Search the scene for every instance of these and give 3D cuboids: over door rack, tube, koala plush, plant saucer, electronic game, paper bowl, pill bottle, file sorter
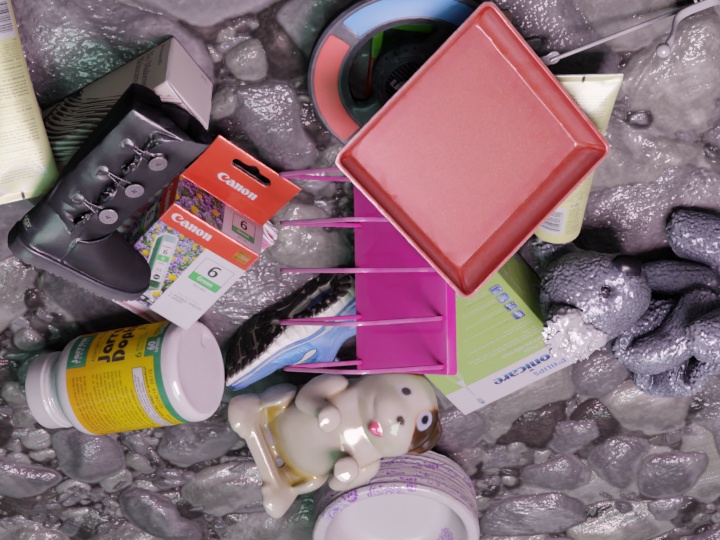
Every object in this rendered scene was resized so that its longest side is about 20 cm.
[{"bbox_3d":[0.229,-0.259,1.340,0.199,0.067,0.148,-13,131,10],"label":"over door rack"},{"bbox_3d":[-0.329,-0.161,1.366,0.058,0.052,0.201,-5,105,22],"label":"tube"},{"bbox_3d":[0.270,0.038,1.547,0.199,0.178,0.184,12,141,-17],"label":"koala plush"},{"bbox_3d":[0.100,-0.109,1.364,0.200,0.037,0.200,-46,117,-3],"label":"plant saucer"},{"bbox_3d":[0.050,-0.180,1.395,0.199,0.042,0.201,-1,132,-1],"label":"electronic game"},{"bbox_3d":[0.204,-0.114,1.463,0.052,0.058,0.201,36,146,27],"label":"tube"},{"bbox_3d":[0.041,0.287,1.806,0.200,0.105,0.201,-1,133,-1],"label":"paper bowl"},{"bbox_3d":[-0.259,0.119,1.631,0.199,0.113,0.113,-10,133,24],"label":"pill bottle"},{"bbox_3d":[0.000,0.000,1.431,0.125,0.201,0.139,-1,180,-39],"label":"file sorter"}]

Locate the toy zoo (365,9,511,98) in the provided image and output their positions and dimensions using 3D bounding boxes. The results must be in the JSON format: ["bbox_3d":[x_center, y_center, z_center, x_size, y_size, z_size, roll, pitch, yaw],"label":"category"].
[{"bbox_3d":[0.070,-0.165,1.451,0.130,0.021,0.201,3,132,-4],"label":"toy zoo"}]

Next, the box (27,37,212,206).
[{"bbox_3d":[-0.241,-0.135,1.430,0.199,0.082,0.068,-27,127,19],"label":"box"}]

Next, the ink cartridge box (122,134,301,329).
[{"bbox_3d":[-0.160,-0.035,1.506,0.109,0.050,0.200,32,126,-23],"label":"ink cartridge box"}]

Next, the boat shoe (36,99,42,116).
[{"bbox_3d":[-0.403,-0.140,1.430,0.199,0.071,0.063,-20,126,8],"label":"boat shoe"}]

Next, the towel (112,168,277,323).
[{"bbox_3d":[-0.200,-0.018,1.572,0.146,0.030,0.200,32,124,-26],"label":"towel"}]

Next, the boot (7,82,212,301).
[{"bbox_3d":[-0.210,-0.068,1.404,0.165,0.066,0.200,20,121,-47],"label":"boot"}]

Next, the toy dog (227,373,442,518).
[{"bbox_3d":[-0.009,0.171,1.634,0.199,0.194,0.140,-18,87,25],"label":"toy dog"}]

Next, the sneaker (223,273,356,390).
[{"bbox_3d":[-0.066,0.084,1.637,0.200,0.079,0.089,-30,124,23],"label":"sneaker"}]

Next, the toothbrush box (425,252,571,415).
[{"bbox_3d":[0.116,0.044,1.600,0.145,0.086,0.200,-29,126,22],"label":"toothbrush box"}]
